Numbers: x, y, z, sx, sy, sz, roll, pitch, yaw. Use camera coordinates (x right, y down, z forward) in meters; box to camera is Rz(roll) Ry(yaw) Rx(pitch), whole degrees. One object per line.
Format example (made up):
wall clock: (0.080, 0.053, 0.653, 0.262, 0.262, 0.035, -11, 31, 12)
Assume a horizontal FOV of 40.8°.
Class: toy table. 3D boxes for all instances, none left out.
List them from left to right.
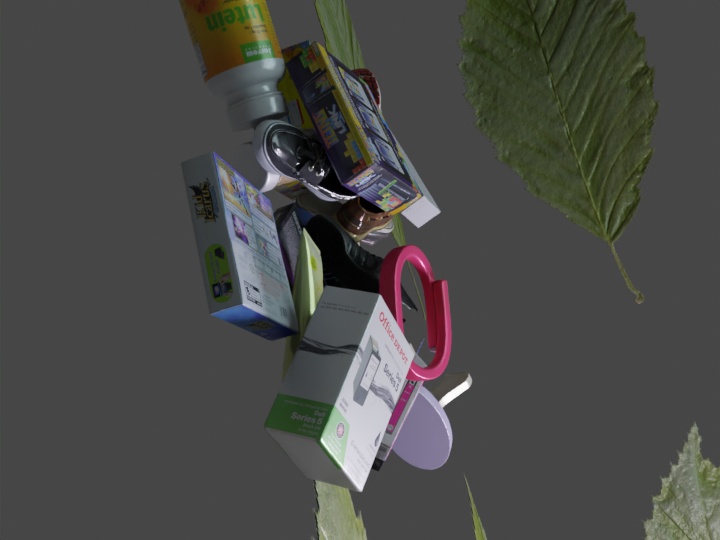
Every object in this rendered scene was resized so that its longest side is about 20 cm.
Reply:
toy table: (0.102, 0.238, 1.714, 0.118, 0.182, 0.202, -65, 148, -50)

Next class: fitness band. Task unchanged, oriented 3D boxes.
fitness band: (0.080, 0.062, 1.431, 0.143, 0.037, 0.203, 9, 73, -51)

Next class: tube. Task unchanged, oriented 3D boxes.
tube: (-0.070, 0.050, 1.259, 0.058, 0.051, 0.202, -37, -136, 55)

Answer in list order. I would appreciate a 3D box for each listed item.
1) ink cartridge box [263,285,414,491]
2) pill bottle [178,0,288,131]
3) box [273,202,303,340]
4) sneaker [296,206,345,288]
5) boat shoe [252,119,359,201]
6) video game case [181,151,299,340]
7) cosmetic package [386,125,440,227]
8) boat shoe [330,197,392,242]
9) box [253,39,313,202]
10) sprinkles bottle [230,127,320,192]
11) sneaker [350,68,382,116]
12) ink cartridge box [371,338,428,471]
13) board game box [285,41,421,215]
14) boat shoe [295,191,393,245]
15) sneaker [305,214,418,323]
ink cartridge box: (-0.021, 0.143, 1.182, 0.201, 0.083, 0.146, -66, 148, -27)
pill bottle: (-0.163, -0.293, 1.281, 0.111, 0.110, 0.202, -31, 104, -79)
box: (-0.098, -0.003, 1.371, 0.200, 0.036, 0.144, -69, 141, -72)
sneaker: (-0.058, -0.012, 1.509, 0.200, 0.078, 0.070, 45, -16, -23)
boat shoe: (-0.061, -0.139, 1.265, 0.200, 0.066, 0.071, 35, 68, -53)
video game case: (-0.140, -0.022, 1.151, 0.200, 0.045, 0.183, 42, 34, -71)
cosmetic package: (0.050, -0.169, 1.549, 0.201, 0.050, 0.082, 61, 15, 26)
boat shoe: (0.022, -0.106, 1.552, 0.072, 0.068, 0.200, 44, 32, 3)
box: (-0.088, -0.228, 1.546, 0.193, 0.121, 0.202, 23, 51, -77)
sprinkles bottle: (-0.090, -0.158, 1.338, 0.199, 0.068, 0.069, -24, 98, -51)
sneaker: (0.001, -0.211, 1.484, 0.082, 0.077, 0.203, 40, 45, -78)
ink cartridge box: (0.064, 0.211, 1.529, 0.095, 0.037, 0.201, 107, 9, -56)
board game box: (-0.008, -0.188, 1.306, 0.165, 0.056, 0.202, 22, 40, -61)
boat shoe: (-0.032, -0.077, 1.577, 0.199, 0.057, 0.067, 11, 44, -39)
sneaker: (0.002, -0.002, 1.464, 0.200, 0.060, 0.104, 50, 18, 12)
